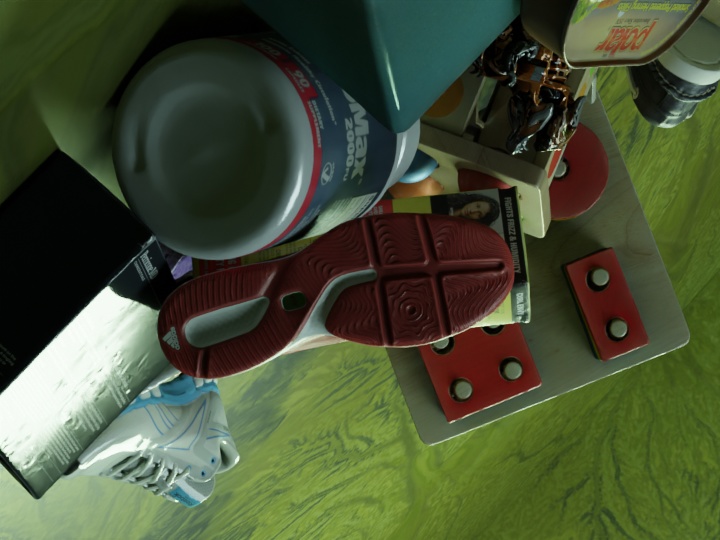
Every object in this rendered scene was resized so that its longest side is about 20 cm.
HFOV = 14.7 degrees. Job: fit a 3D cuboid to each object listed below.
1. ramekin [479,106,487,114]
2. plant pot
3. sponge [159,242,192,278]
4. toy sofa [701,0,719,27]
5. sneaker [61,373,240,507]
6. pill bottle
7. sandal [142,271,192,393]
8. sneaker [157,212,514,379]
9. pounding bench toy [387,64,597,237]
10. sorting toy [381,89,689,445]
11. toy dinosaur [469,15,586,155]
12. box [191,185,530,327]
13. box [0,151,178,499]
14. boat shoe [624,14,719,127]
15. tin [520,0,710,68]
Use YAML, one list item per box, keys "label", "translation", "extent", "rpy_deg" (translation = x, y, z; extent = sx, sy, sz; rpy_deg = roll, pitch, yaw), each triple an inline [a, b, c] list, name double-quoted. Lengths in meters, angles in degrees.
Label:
- label: "ramekin"
  translation: [0.084, -0.028, 2.027]
  extent: [0.200, 0.098, 0.201]
  rpy_deg: [-46, -166, 15]
- label: "plant pot"
  translation: [0.008, -0.192, 1.388]
  extent: [0.141, 0.141, 0.200]
  rpy_deg: [-46, 164, -8]
- label: "sponge"
  translation: [-0.057, -0.064, 1.769]
  extent: [0.200, 0.030, 0.112]
  rpy_deg: [-32, 160, -53]
- label: "toy sofa"
  translation: [0.239, -0.256, 1.711]
  extent: [0.201, 0.097, 0.083]
  rpy_deg: [-61, -174, -8]
- label: "sneaker"
  translation: [-0.137, 0.122, 1.887]
  extent: [0.075, 0.087, 0.200]
  rpy_deg: [-31, 174, 28]
- label: "pill bottle"
  translation: [-0.044, -0.076, 1.581]
  extent: [0.120, 0.120, 0.200]
  rpy_deg: [-53, 166, 21]
- label: "sandal"
  translation: [-0.092, 0.018, 1.779]
  extent: [0.206, 0.059, 0.079]
  rpy_deg: [-31, 180, 33]
- label: "sneaker"
  translation: [-0.016, 0.006, 1.575]
  extent: [0.199, 0.079, 0.116]
  rpy_deg: [-8, -173, -2]
- label: "pounding bench toy"
  translation: [0.082, -0.101, 1.787]
  extent: [0.200, 0.124, 0.157]
  rpy_deg: [69, 43, -75]
- label: "sorting toy"
  translation: [0.100, -0.008, 1.897]
  extent: [0.199, 0.200, 0.070]
  rpy_deg: [-21, 180, 0]
- label: "toy dinosaur"
  translation: [0.077, -0.169, 1.643]
  extent: [0.135, 0.201, 0.102]
  rpy_deg: [-9, 170, -12]
- label: "box"
  translation: [0.000, 0.000, 1.673]
  extent: [0.199, 0.076, 0.050]
  rpy_deg: [-6, 149, 2]
- label: "box"
  translation: [-0.174, 0.035, 1.575]
  extent: [0.141, 0.079, 0.200]
  rpy_deg: [-43, 165, -9]
- label: "boat shoe"
  translation: [0.203, -0.170, 1.798]
  extent: [0.201, 0.073, 0.060]
  rpy_deg: [-88, -158, -47]
- label: "tin"
  translation: [0.148, -0.164, 1.497]
  extent: [0.200, 0.042, 0.112]
  rpy_deg: [-9, 129, -63]
